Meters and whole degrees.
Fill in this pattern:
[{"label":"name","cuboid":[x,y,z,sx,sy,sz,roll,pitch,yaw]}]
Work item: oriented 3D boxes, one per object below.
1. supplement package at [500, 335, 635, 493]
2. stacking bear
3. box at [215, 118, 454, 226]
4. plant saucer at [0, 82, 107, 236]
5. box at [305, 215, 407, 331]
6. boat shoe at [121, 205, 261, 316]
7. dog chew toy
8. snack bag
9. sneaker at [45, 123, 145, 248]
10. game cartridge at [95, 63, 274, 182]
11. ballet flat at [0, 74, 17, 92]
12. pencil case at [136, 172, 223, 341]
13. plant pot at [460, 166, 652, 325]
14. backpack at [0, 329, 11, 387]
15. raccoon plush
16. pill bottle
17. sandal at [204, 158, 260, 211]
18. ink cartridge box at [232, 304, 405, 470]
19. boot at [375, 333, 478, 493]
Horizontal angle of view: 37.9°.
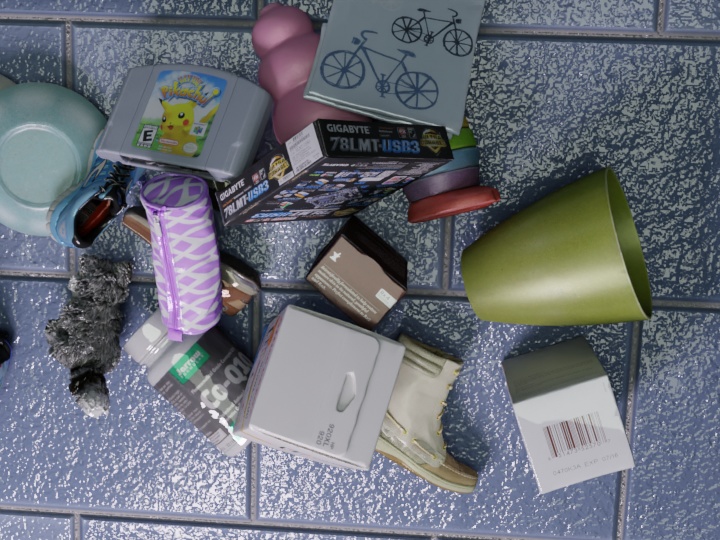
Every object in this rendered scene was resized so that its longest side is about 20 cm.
[{"label":"supplement package","cuboid":[0.248,0.170,1.279,0.116,0.200,0.118,-19,98,7]},{"label":"stacking bear","cuboid":[0.090,-0.167,1.283,0.113,0.121,0.201,-13,89,-1]},{"label":"box","cuboid":[-0.030,-0.109,1.193,0.198,0.199,0.050,-25,75,46]},{"label":"plant saucer","cuboid":[-0.409,-0.137,1.336,0.200,0.039,0.202,-2,107,-7]},{"label":"box","cuboid":[0.000,0.000,1.267,0.100,0.200,0.075,41,97,-3]},{"label":"boat shoe","cuboid":[-0.226,-0.010,1.349,0.200,0.076,0.072,34,103,0]},{"label":"dog chew toy","cuboid":[-0.067,-0.232,1.277,0.124,0.125,0.201,-26,89,8]},{"label":"snack bag","cuboid":[0.043,-0.267,1.236,0.188,0.021,0.201,13,72,-3]},{"label":"sneaker","cuboid":[-0.306,-0.106,1.308,0.078,0.090,0.201,34,87,-39]},{"label":"game cartridge","cuboid":[-0.209,-0.180,1.248,0.199,0.041,0.134,11,69,20]},{"label":"ballet flat","cuboid":[-0.531,-0.238,1.335,0.199,0.069,0.070,21,101,0]},{"label":"pencil case","cuboid":[-0.210,-0.019,1.244,0.083,0.086,0.201,7,128,14]},{"label":"plant pot","cuboid":[0.231,-0.008,1.276,0.199,0.187,0.188,-16,99,22]},{"label":"backpack","cuboid":[-0.580,0.158,1.369,0.182,0.147,0.201,24,104,2]},{"label":"raccoon plush","cuboid":[-0.320,0.072,1.326,0.200,0.096,0.134,48,121,39]},{"label":"pill bottle","cuboid":[-0.202,0.134,1.351,0.200,0.113,0.113,43,100,-4]},{"label":"sandal","cuboid":[-0.123,-0.107,1.336,0.200,0.057,0.080,9,98,-13]},{"label":"ink cartridge box","cuboid":[-0.054,0.141,1.222,0.144,0.200,0.148,19,76,-9]},{"label":"boot","cuboid":[0.098,0.187,1.359,0.199,0.072,0.155,31,90,-14]}]
